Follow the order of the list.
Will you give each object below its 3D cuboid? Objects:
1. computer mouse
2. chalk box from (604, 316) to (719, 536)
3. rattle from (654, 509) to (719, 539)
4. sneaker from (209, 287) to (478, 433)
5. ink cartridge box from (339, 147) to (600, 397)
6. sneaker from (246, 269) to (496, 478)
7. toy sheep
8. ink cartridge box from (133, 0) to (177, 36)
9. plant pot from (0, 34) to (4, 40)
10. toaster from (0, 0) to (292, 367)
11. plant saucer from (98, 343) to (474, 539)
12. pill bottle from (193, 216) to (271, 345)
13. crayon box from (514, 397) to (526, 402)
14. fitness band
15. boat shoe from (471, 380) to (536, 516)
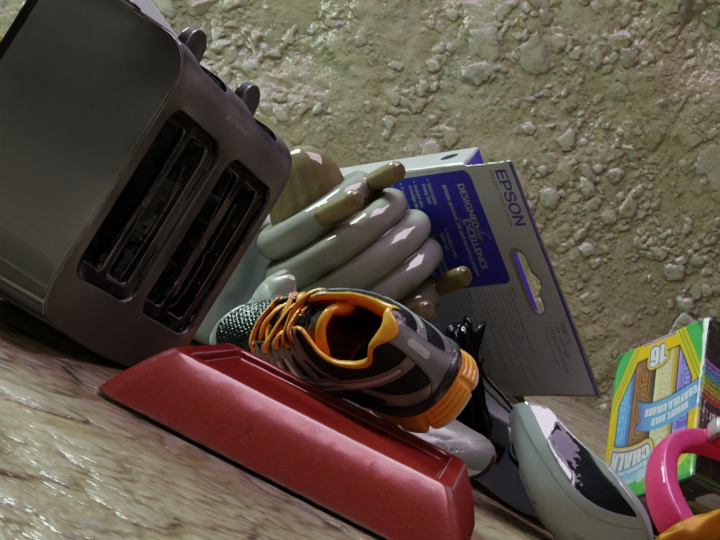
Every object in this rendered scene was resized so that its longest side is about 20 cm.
[{"bbox_3d":[0.117,0.126,1.107,0.200,0.044,0.110,46,-29,37],"label":"computer mouse"},{"bbox_3d":[0.296,0.166,1.453,0.125,0.200,0.124,27,-32,-23],"label":"chalk box"},{"bbox_3d":[0.316,0.235,1.149,0.200,0.130,0.143,55,24,21],"label":"rattle"},{"bbox_3d":[-0.022,0.041,1.014,0.200,0.078,0.077,4,-31,42],"label":"sneaker"},{"bbox_3d":[0.076,0.006,1.257,0.200,0.043,0.198,-4,-63,42],"label":"ink cartridge box"},{"bbox_3d":[0.007,0.068,1.107,0.200,0.092,0.076,27,1,1],"label":"sneaker"},{"bbox_3d":[0.000,0.000,1.190,0.200,0.138,0.138,60,-2,-6],"label":"toy sheep"},{"bbox_3d":[-0.198,-0.133,1.393,0.145,0.085,0.200,-23,-73,48],"label":"ink cartridge box"},{"bbox_3d":[-0.348,-0.139,1.324,0.200,0.142,0.200,26,2,-1],"label":"plant pot"},{"bbox_3d":[-0.147,-0.047,0.935,0.119,0.200,0.181,29,-5,23],"label":"toaster"},{"bbox_3d":[-0.024,0.090,0.904,0.200,0.037,0.200,26,2,6],"label":"plant saucer"},{"bbox_3d":[-0.168,-0.032,1.255,0.200,0.111,0.111,26,1,21],"label":"pill bottle"},{"bbox_3d":[0.088,0.059,1.462,0.058,0.173,0.200,-16,5,-4],"label":"crayon box"},{"bbox_3d":[0.316,0.198,1.327,0.200,0.037,0.144,27,45,-14],"label":"fitness band"},{"bbox_3d":[0.103,0.122,1.238,0.202,0.075,0.086,30,4,42],"label":"boat shoe"}]
